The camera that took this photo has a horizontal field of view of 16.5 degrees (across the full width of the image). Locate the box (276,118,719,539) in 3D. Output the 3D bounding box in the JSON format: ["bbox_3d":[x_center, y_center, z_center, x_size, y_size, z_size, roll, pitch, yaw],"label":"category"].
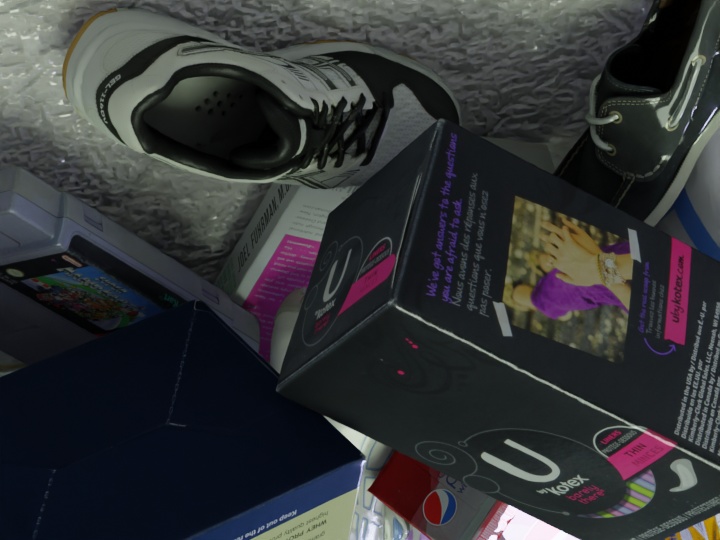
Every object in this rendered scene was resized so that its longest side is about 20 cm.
[{"bbox_3d":[0.082,0.036,1.148,0.200,0.106,0.122,27,148,-16],"label":"box"}]

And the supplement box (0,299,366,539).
[{"bbox_3d":[-0.125,0.156,1.178,0.200,0.134,0.200,-22,138,-33],"label":"supplement box"}]

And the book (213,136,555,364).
[{"bbox_3d":[0.000,0.000,1.299,0.133,0.048,0.200,8,141,-24],"label":"book"}]

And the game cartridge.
[{"bbox_3d":[-0.154,0.010,1.237,0.129,0.038,0.200,-7,154,33],"label":"game cartridge"}]

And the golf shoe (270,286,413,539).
[{"bbox_3d":[-0.023,0.108,1.292,0.078,0.097,0.200,14,129,31],"label":"golf shoe"}]

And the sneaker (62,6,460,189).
[{"bbox_3d":[-0.035,-0.064,1.131,0.200,0.088,0.076,5,112,-28],"label":"sneaker"}]

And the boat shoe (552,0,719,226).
[{"bbox_3d":[0.134,-0.080,1.188,0.068,0.072,0.200,18,122,-33],"label":"boat shoe"}]

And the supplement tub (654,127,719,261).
[{"bbox_3d":[0.164,0.011,1.293,0.132,0.132,0.200,14,138,-36],"label":"supplement tub"}]

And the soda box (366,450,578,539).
[{"bbox_3d":[0.084,0.135,1.338,0.063,0.070,0.200,-54,148,-1],"label":"soda box"}]

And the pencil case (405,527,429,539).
[{"bbox_3d":[0.060,0.138,1.454,0.200,0.084,0.086,-3,140,-42],"label":"pencil case"}]

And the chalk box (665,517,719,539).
[{"bbox_3d":[0.135,0.223,1.610,0.200,0.124,0.125,-24,145,16],"label":"chalk box"}]
